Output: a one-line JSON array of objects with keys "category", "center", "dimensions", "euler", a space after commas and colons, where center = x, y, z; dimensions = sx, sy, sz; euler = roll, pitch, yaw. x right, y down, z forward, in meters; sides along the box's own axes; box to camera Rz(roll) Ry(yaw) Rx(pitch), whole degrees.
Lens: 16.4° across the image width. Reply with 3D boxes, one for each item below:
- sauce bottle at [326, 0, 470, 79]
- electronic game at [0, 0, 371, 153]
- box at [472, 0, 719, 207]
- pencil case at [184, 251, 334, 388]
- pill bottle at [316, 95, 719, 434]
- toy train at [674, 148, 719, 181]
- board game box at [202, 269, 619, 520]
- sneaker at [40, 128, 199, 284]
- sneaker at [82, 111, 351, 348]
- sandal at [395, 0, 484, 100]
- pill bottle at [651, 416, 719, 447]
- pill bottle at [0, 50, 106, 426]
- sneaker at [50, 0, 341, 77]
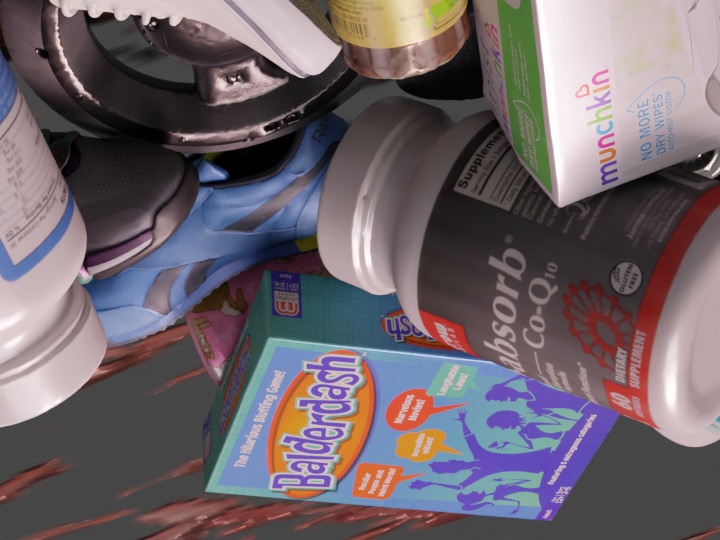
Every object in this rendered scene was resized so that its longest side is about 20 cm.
[{"category": "sauce bottle", "center": [0.004, -0.178, 1.068], "dimensions": [0.064, 0.065, 0.201], "euler": [-12, 129, 2]}, {"category": "electronic game", "center": [-0.069, -0.131, 1.160], "dimensions": [0.198, 0.042, 0.201], "euler": [-8, 137, -7]}, {"category": "box", "center": [0.136, -0.155, 1.084], "dimensions": [0.175, 0.097, 0.201], "euler": [-20, 135, -10]}, {"category": "pencil case", "center": [0.000, 0.000, 1.322], "dimensions": [0.199, 0.087, 0.083], "euler": [-27, 148, 21]}, {"category": "pill bottle", "center": [0.087, -0.008, 1.174], "dimensions": [0.199, 0.116, 0.116], "euler": [21, 156, 28]}, {"category": "toy train", "center": [0.186, -0.048, 1.238], "dimensions": [0.199, 0.085, 0.114], "euler": [-31, 103, 28]}, {"category": "board game box", "center": [0.029, 0.069, 1.306], "dimensions": [0.198, 0.045, 0.152], "euler": [6, 144, -13]}, {"category": "sneaker", "center": [-0.175, -0.042, 1.195], "dimensions": [0.199, 0.075, 0.088], "euler": [-6, 140, 30]}, {"category": "sneaker", "center": [-0.088, -0.028, 1.286], "dimensions": [0.199, 0.066, 0.078], "euler": [-26, 131, 19]}, {"category": "sandal", "center": [0.097, -0.150, 1.188], "dimensions": [0.200, 0.043, 0.076], "euler": [-38, 146, 19]}, {"category": "pill bottle", "center": [0.231, 0.005, 1.329], "dimensions": [0.199, 0.111, 0.111], "euler": [-32, 139, 28]}, {"category": "pill bottle", "center": [-0.188, -0.032, 1.104], "dimensions": [0.111, 0.113, 0.201], "euler": [-17, 121, 9]}, {"category": "sneaker", "center": [-0.100, -0.137, 1.064], "dimensions": [0.199, 0.073, 0.071], "euler": [36, 104, -12]}]
